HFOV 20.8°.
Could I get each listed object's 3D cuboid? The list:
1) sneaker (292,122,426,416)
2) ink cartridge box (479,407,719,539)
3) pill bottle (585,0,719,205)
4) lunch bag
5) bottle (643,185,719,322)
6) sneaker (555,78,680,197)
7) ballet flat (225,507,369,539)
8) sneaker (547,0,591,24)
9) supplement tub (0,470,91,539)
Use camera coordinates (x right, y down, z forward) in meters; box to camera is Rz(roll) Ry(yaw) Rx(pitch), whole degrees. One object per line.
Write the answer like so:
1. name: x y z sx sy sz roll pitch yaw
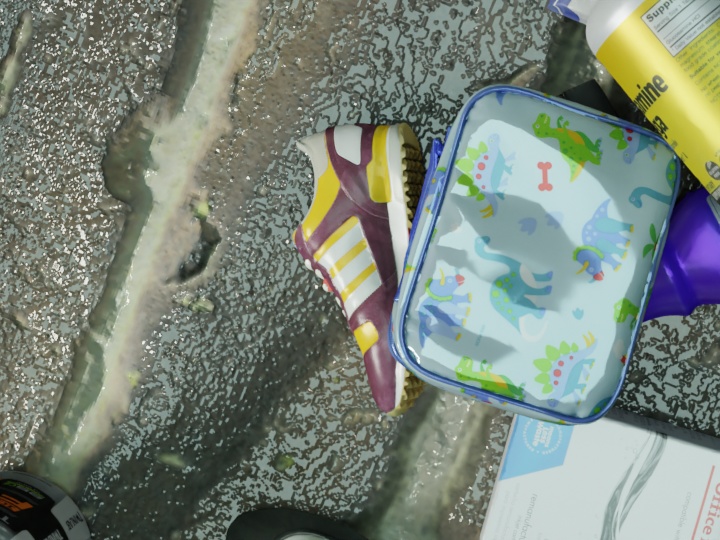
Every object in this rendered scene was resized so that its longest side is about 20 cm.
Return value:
1. sneaker: 0.000 0.000 1.353 0.089 0.075 0.202 -2 88 16
2. ink cartridge box: 0.191 0.161 1.340 0.199 0.067 0.117 16 94 4
3. pill bottle: 0.213 -0.139 1.214 0.112 0.112 0.200 -40 83 6
4. lunch bag: 0.108 -0.011 1.258 0.160 0.082 0.201 17 86 -1
5. bottle: 0.251 -0.022 1.324 0.199 0.065 0.084 -28 90 7
6. sneaker: 0.108 -0.037 1.340 0.199 0.075 0.107 -35 85 -3
7. ballet flat: -0.003 0.219 1.362 0.199 0.068 0.068 21 96 4
8. sneaker: 0.156 -0.270 1.318 0.115 0.081 0.200 25 89 7
9. supplement tub: -0.258 0.209 1.319 0.122 0.200 0.124 0 93 5
